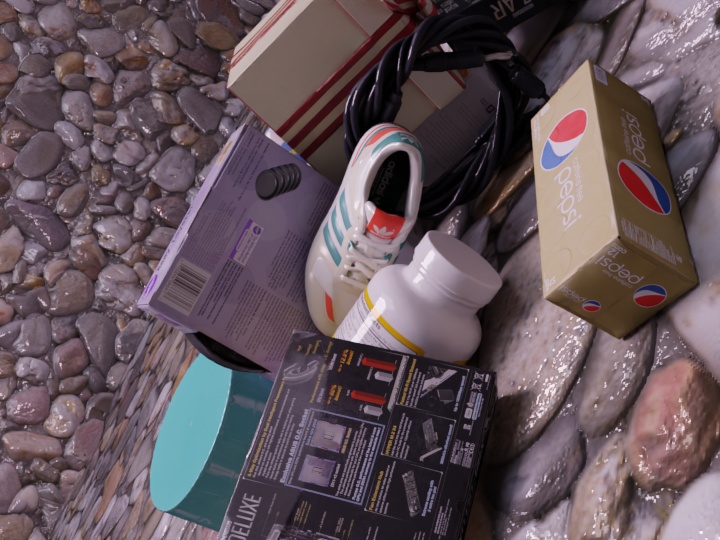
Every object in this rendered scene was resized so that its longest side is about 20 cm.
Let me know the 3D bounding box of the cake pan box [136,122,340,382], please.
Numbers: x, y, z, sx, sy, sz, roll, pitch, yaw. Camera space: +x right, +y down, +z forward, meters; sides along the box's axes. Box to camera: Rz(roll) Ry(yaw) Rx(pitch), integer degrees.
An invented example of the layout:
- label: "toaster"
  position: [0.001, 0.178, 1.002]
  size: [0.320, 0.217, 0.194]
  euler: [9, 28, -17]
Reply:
- label: "cake pan box"
  position: [-0.081, -0.003, 0.796]
  size: [0.052, 0.184, 0.200]
  euler: [-10, 52, 63]

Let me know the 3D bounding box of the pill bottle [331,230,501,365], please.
- label: "pill bottle"
  position: [0.031, 0.067, 0.715]
  size: [0.200, 0.104, 0.104]
  euler: [-55, 19, 21]

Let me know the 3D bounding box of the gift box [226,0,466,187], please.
- label: "gift box"
  position: [-0.018, -0.218, 0.841]
  size: [0.187, 0.200, 0.185]
  euler: [-41, 29, 15]

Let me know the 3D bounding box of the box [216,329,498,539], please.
- label: "box"
  position: [-0.002, 0.152, 0.599]
  size: [0.050, 0.158, 0.200]
  euler: [73, -149, -59]

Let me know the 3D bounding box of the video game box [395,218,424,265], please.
- label: "video game box"
  position: [0.000, 0.000, 1.005]
  size: [0.200, 0.047, 0.182]
  euler: [-55, 16, 23]

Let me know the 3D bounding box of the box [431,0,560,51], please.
- label: "box"
  position: [0.149, -0.307, 0.918]
  size: [0.160, 0.044, 0.200]
  euler: [-29, 26, 9]

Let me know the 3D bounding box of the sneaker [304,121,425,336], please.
- label: "sneaker"
  position: [0.003, -0.029, 0.736]
  size: [0.093, 0.070, 0.200]
  euler: [-121, 51, -76]

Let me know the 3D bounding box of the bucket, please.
- label: "bucket"
  position: [-0.116, 0.176, 0.882]
  size: [0.207, 0.135, 0.207]
  euler: [-43, 33, 37]

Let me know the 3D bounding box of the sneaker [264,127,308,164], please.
- label: "sneaker"
  position: [-0.093, -0.103, 1.001]
  size: [0.074, 0.082, 0.200]
  euler: [-37, -5, -27]

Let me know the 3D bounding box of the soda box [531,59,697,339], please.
- label: "soda box"
  position: [0.164, -0.054, 0.582]
  size: [0.068, 0.064, 0.200]
  euler: [-48, 22, 39]

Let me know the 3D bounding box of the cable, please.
- label: "cable"
  position: [0.066, -0.132, 0.781]
  size: [0.200, 0.163, 0.051]
  euler: [-40, 35, 17]

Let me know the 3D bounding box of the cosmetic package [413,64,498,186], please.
- label: "cosmetic package"
  position: [0.063, -0.136, 0.903]
  size: [0.200, 0.071, 0.101]
  euler: [-39, 24, 23]
